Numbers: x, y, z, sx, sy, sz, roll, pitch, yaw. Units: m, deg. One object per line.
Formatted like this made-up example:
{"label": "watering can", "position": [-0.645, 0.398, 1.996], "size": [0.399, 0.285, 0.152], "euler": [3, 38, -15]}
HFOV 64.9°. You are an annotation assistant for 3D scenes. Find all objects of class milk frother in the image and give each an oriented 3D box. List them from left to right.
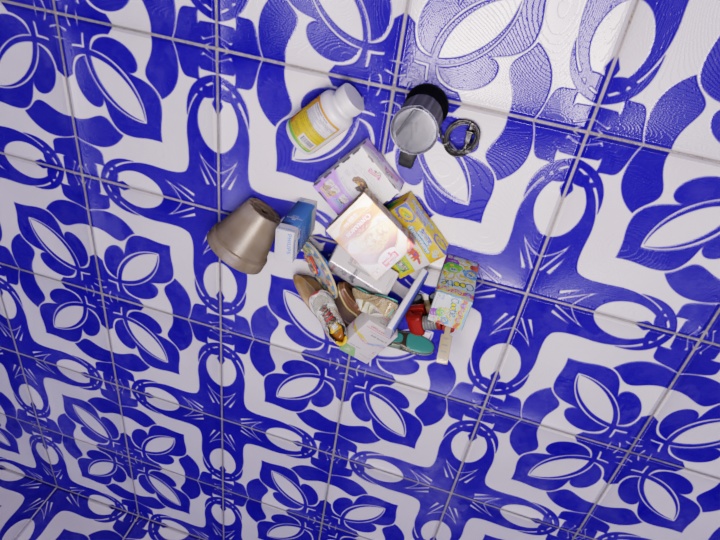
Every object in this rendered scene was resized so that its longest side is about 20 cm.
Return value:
{"label": "milk frother", "position": [0.189, -0.343, 1.390], "size": [0.198, 0.189, 0.182], "euler": [5, 124, 15]}

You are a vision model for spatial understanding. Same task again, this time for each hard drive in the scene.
{"label": "hard drive", "position": [0.135, 0.099, 1.665], "size": [0.025, 0.201, 0.132], "euler": [31, 165, 8]}

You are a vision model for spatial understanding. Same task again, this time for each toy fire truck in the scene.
{"label": "toy fire truck", "position": [0.221, 0.173, 1.708], "size": [0.174, 0.200, 0.130], "euler": [-6, 120, 21]}

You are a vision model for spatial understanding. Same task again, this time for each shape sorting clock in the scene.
{"label": "shape sorting clock", "position": [-0.127, -0.001, 1.737], "size": [0.039, 0.200, 0.201], "euler": [-27, 117, -12]}

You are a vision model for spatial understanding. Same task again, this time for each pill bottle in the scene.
{"label": "pill bottle", "position": [-0.091, -0.401, 1.490], "size": [0.199, 0.111, 0.111], "euler": [-28, 110, 30]}

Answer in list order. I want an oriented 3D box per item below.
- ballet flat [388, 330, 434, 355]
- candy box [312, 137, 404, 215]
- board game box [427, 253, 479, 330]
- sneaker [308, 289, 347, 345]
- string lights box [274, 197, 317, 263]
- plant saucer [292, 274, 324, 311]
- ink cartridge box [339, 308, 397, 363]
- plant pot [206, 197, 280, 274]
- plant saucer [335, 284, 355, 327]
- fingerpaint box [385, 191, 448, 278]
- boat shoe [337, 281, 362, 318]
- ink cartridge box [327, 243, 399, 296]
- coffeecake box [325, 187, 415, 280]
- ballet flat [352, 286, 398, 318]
{"label": "ballet flat", "position": [0.143, 0.236, 1.866], "size": [0.198, 0.074, 0.075], "euler": [19, 126, 2]}
{"label": "candy box", "position": [-0.005, -0.242, 1.591], "size": [0.199, 0.072, 0.168], "euler": [-32, 108, 32]}
{"label": "board game box", "position": [0.267, 0.058, 1.619], "size": [0.102, 0.201, 0.106], "euler": [18, 126, 6]}
{"label": "sneaker", "position": [-0.088, 0.142, 1.702], "size": [0.077, 0.082, 0.201], "euler": [-33, 119, -7]}
{"label": "string lights box", "position": [-0.186, -0.120, 1.649], "size": [0.058, 0.200, 0.104], "euler": [15, 125, 8]}
{"label": "plant saucer", "position": [-0.143, 0.086, 1.821], "size": [0.200, 0.035, 0.201], "euler": [45, 158, 24]}
{"label": "ink cartridge box", "position": [0.035, 0.190, 1.756], "size": [0.117, 0.068, 0.200], "euler": [30, 123, -21]}
{"label": "plant pot", "position": [-0.337, -0.117, 1.725], "size": [0.199, 0.200, 0.174], "euler": [38, 109, -9]}
{"label": "plant saucer", "position": [-0.015, 0.122, 1.855], "size": [0.198, 0.035, 0.202], "euler": [9, 125, 12]}
{"label": "fingerpaint box", "position": [0.130, -0.100, 1.638], "size": [0.166, 0.074, 0.200], "euler": [-28, 111, 32]}
{"label": "boat shoe", "position": [-0.002, 0.106, 1.781], "size": [0.067, 0.072, 0.201], "euler": [-24, 119, 22]}
{"label": "ink cartridge box", "position": [0.000, 0.000, 1.699], "size": [0.199, 0.083, 0.147], "euler": [32, 168, -4]}
{"label": "coffeecake box", "position": [0.030, -0.099, 1.558], "size": [0.153, 0.073, 0.200], "euler": [-42, 101, 18]}
{"label": "ballet flat", "position": [0.029, 0.096, 1.656], "size": [0.070, 0.066, 0.199], "euler": [30, 171, -34]}
